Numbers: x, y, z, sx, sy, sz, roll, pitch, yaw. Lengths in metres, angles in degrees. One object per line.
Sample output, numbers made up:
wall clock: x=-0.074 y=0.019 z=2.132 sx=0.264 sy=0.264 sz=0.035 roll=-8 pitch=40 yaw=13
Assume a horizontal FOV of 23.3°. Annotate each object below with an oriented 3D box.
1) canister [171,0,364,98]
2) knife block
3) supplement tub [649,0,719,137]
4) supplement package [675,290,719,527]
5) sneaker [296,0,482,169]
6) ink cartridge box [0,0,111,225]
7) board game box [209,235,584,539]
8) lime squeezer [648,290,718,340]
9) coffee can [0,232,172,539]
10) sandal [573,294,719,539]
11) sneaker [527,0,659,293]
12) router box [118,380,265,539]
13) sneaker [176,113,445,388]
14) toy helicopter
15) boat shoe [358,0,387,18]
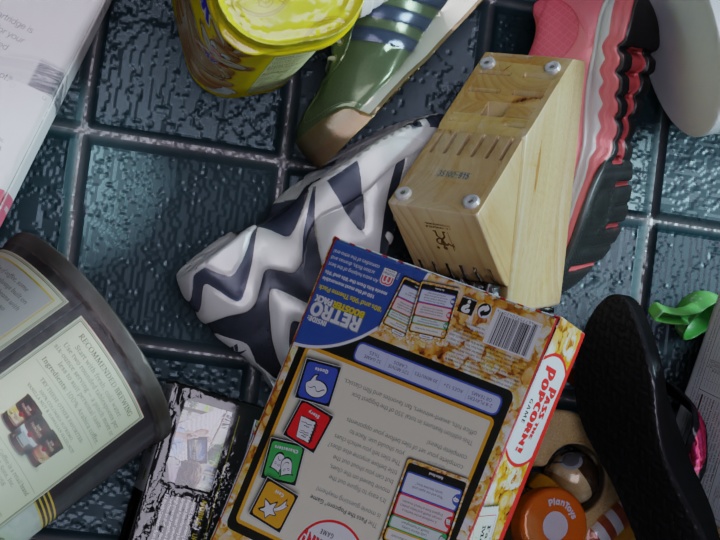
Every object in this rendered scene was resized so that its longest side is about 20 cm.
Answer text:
canister: x=-0.063 y=-0.184 z=1.016 sx=0.086 sy=0.200 sz=0.149 roll=-11 pitch=88 yaw=-12
knife block: x=0.090 y=-0.012 z=1.084 sx=0.200 sy=0.064 sz=0.176 roll=-58 pitch=141 yaw=-31
supplement tub: x=0.293 y=-0.166 z=1.115 sx=0.200 sy=0.145 sz=0.145 roll=-14 pitch=89 yaw=-12
supplement package: x=0.324 y=0.111 z=1.037 sx=0.191 sy=0.200 sz=0.147 roll=13 pitch=98 yaw=-30
sneaker: x=0.008 y=-0.162 z=1.100 sx=0.090 sy=0.067 sz=0.200 roll=43 pitch=74 yaw=-5
ink cartridge box: x=-0.248 y=-0.123 z=1.035 sx=0.146 sy=0.083 sz=0.200 roll=27 pitch=82 yaw=-8
board game box: x=0.017 y=0.099 z=0.979 sx=0.151 sy=0.046 sz=0.200 roll=21 pitch=85 yaw=29
lime squeezer: x=0.246 y=0.048 z=1.132 sx=0.200 sy=0.071 sz=0.038 roll=32 pitch=94 yaw=-32
coffee can: x=-0.228 y=0.093 z=0.975 sx=0.200 sy=0.146 sz=0.146 roll=-37 pitch=94 yaw=-22
sandal: x=0.181 y=0.110 z=1.054 sx=0.045 sy=0.075 sz=0.200 roll=-3 pitch=66 yaw=-32
sneaker: x=0.130 y=-0.085 z=1.127 sx=0.087 sy=0.074 sz=0.200 roll=16 pitch=97 yaw=29
router box: x=-0.075 y=0.183 z=1.065 sx=0.149 sy=0.051 sz=0.200 roll=18 pitch=83 yaw=-12
sneaker: x=0.000 y=0.000 z=1.083 sx=0.199 sy=0.079 sz=0.130 roll=-37 pitch=101 yaw=-18
toy helicopter: x=0.172 y=0.147 z=1.119 sx=0.200 sy=0.079 sz=0.132 roll=26 pitch=73 yaw=-19
boat shoe: x=0.000 y=-0.235 z=1.059 sx=0.069 sy=0.071 sz=0.200 roll=-7 pitch=54 yaw=-10
